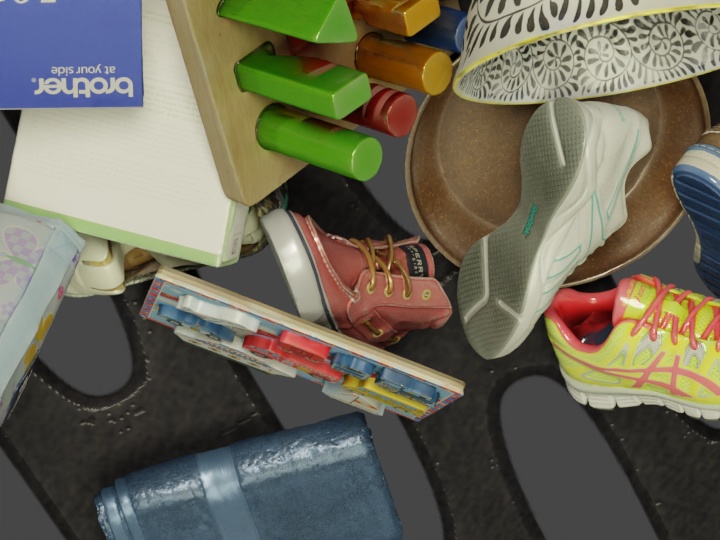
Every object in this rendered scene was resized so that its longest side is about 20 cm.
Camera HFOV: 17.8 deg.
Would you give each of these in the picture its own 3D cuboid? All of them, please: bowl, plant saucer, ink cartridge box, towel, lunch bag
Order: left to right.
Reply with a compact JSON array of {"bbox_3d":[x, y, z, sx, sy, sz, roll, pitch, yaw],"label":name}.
[{"bbox_3d":[-0.265,0.058,1.372,0.199,0.170,0.127,-17,127,35],"label":"lunch bag"},{"bbox_3d":[-0.221,-0.140,1.278,0.198,0.044,0.095,-1,123,-6],"label":"ink cartridge box"},{"bbox_3d":[-0.125,-0.116,1.366,0.144,0.048,0.202,14,98,13],"label":"ink cartridge box"},{"bbox_3d":[-0.077,0.164,1.583,0.198,0.049,0.112,-15,123,1],"label":"towel"},{"bbox_3d":[0.124,-0.082,1.468,0.198,0.037,0.202,-4,123,-6],"label":"plant saucer"},{"bbox_3d":[0.143,-0.166,1.321,0.199,0.201,0.095,-9,83,-4],"label":"bowl"}]

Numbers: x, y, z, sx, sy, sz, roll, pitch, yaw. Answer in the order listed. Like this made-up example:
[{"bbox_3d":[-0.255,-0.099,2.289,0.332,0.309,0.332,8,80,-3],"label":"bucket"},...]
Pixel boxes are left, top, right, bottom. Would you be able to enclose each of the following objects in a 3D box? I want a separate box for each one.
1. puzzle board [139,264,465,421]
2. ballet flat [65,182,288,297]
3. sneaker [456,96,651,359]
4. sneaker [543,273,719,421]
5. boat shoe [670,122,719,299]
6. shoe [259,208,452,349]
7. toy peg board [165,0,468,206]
[{"bbox_3d":[-0.042,0.053,1.442,0.199,0.151,0.018,22,76,-5],"label":"puzzle board"},{"bbox_3d":[-0.140,-0.020,1.444,0.199,0.072,0.072,-16,123,1],"label":"ballet flat"},{"bbox_3d":[0.125,-0.021,1.446,0.080,0.071,0.201,-5,135,-36],"label":"sneaker"},{"bbox_3d":[0.201,0.042,1.488,0.199,0.078,0.091,-7,133,36],"label":"sneaker"},{"bbox_3d":[0.260,-0.030,1.490,0.073,0.072,0.200,-50,149,-14],"label":"boat shoe"},{"bbox_3d":[0.000,0.000,1.444,0.090,0.072,0.200,-24,156,1],"label":"shoe"},{"bbox_3d":[0.000,-0.160,1.301,0.199,0.097,0.201,-38,130,-30],"label":"toy peg board"}]
